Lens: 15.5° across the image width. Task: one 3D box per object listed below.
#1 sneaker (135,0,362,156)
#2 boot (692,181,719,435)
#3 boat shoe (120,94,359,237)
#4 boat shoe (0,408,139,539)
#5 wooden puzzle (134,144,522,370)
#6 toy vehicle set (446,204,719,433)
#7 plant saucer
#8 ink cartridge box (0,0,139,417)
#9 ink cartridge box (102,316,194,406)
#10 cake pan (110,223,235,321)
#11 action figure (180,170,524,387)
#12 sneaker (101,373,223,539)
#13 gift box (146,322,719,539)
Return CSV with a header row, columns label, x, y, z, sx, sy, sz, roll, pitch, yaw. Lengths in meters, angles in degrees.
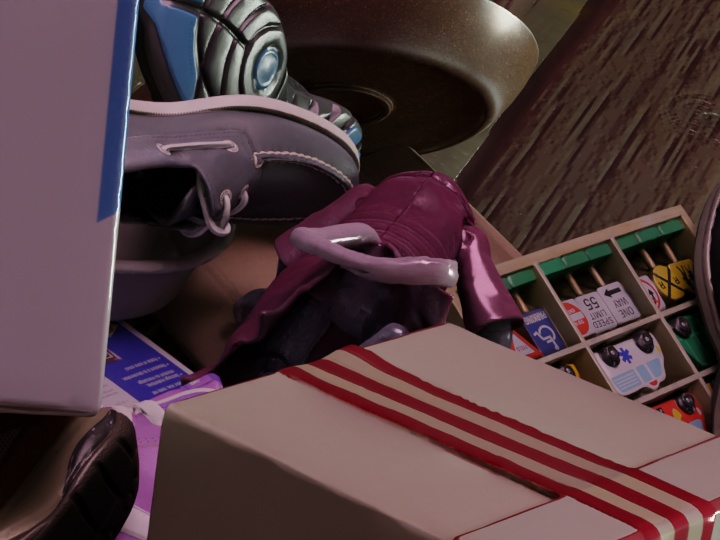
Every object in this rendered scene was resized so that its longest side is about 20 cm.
label,x,y,z,sx,sy,sz,roll,pitch,yaw
sneaker,-0.070,-0.081,1.211,0.082,0.073,0.200,23,-13,25
boot,0.231,0.007,1.224,0.073,0.154,0.204,27,44,-25
boat shoe,-0.082,-0.034,1.113,0.199,0.073,0.062,7,50,-36
boat shoe,-0.154,0.114,0.896,0.074,0.076,0.200,27,51,16
wooden puzzle,-0.015,0.007,1.265,0.199,0.037,0.185,-9,40,-35
toy vehicle set,0.121,0.044,1.236,0.200,0.027,0.125,-18,71,-49
plant saucer,-0.010,-0.096,1.328,0.199,0.200,0.035,10,71,-19
ink cartridge box,-0.130,-0.036,0.941,0.083,0.146,0.200,4,6,-9
ink cartridge box,-0.108,0.063,1.094,0.200,0.039,0.099,34,29,26
cake pan,-0.154,-0.038,1.169,0.199,0.037,0.200,20,23,-8
action figure,0.000,0.000,1.095,0.133,0.150,0.200,15,35,13
sneaker,-0.112,0.069,0.999,0.200,0.073,0.114,36,69,10
gift box,0.045,0.144,0.911,0.186,0.201,0.184,21,27,36
